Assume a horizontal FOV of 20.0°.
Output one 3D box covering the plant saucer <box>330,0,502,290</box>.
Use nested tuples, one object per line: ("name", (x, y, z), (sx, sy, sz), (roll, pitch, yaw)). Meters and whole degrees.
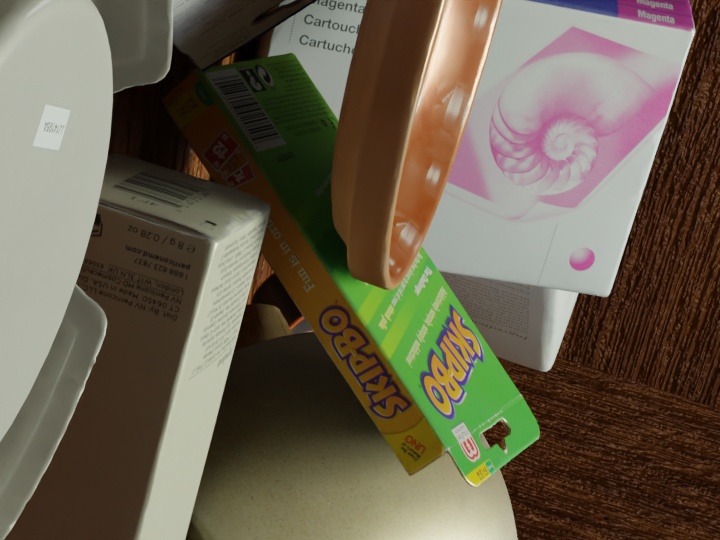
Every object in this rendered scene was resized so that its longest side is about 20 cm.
("plant saucer", (0.027, -0.092, 0.793), (0.200, 0.032, 0.201), (18, 90, -83))

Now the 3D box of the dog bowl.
("dog bowl", (-0.112, -0.010, 0.531), (0.200, 0.058, 0.201), (18, 90, -83))

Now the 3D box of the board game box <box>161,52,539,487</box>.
("board game box", (0.000, 0.000, 0.849), (0.030, 0.200, 0.095), (-39, 173, 24))

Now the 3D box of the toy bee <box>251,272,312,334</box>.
("toy bee", (-0.012, 0.015, 1.064), (0.108, 0.131, 0.201), (-8, 118, -32))

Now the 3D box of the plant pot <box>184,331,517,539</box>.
("plant pot", (-0.051, 0.130, 0.874), (0.134, 0.200, 0.201), (-2, 112, -55))

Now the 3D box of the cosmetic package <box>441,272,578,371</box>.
("cosmetic package", (0.066, -0.061, 1.234), (0.200, 0.164, 0.166), (80, 29, -72))

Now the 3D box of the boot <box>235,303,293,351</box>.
("boot", (-0.068, 0.101, 1.046), (0.076, 0.073, 0.201), (-108, -148, -44))

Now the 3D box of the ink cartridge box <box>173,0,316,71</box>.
("ink cartridge box", (-0.040, -0.123, 0.680), (0.094, 0.037, 0.200), (-32, 169, 1))

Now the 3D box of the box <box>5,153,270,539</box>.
("box", (-0.096, 0.064, 0.759), (0.082, 0.068, 0.201), (-40, 147, -74))

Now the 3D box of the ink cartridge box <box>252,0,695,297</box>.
("ink cartridge box", (0.049, -0.094, 0.950), (0.043, 0.195, 0.201), (-102, -157, -61))
